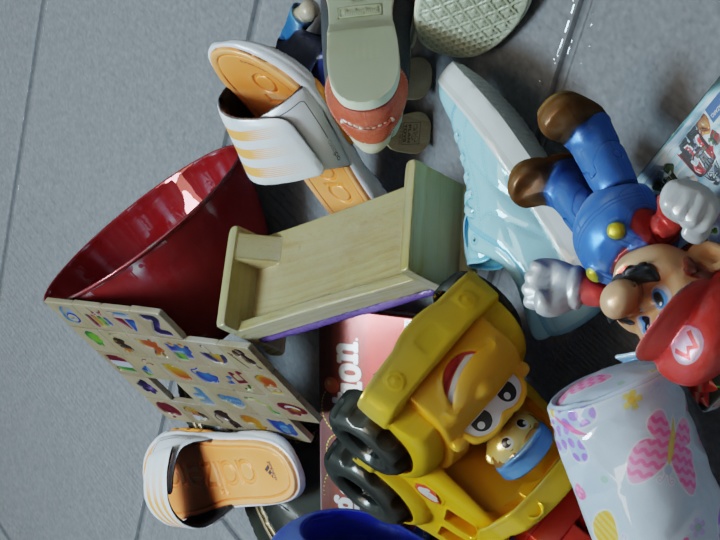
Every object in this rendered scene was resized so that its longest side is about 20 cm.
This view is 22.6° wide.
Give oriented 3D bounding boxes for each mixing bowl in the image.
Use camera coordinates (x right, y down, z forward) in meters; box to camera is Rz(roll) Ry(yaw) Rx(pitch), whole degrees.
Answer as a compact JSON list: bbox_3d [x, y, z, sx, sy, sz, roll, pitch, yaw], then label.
[{"bbox_3d":[-0.145,0.001,1.456,0.108,0.200,0.200,52,148,-16],"label":"mixing bowl"}]

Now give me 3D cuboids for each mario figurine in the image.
[{"bbox_3d":[0.144,-0.015,1.024,0.200,0.106,0.124,57,174,40],"label":"mario figurine"}]

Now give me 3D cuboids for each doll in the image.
[{"bbox_3d":[-0.027,-0.134,1.349,0.200,0.048,0.137,23,118,49],"label":"doll"}]

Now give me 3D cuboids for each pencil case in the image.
[{"bbox_3d":[0.183,0.150,1.071,0.083,0.091,0.201,-15,99,57],"label":"pencil case"}]

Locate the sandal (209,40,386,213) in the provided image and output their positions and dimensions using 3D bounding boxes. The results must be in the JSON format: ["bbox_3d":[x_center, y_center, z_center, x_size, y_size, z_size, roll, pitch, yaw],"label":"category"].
[{"bbox_3d":[-0.042,-0.076,1.274,0.079,0.059,0.207,1,139,47],"label":"sandal"}]

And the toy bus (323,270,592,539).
[{"bbox_3d":[0.086,0.121,1.146,0.192,0.136,0.200,39,160,15],"label":"toy bus"}]

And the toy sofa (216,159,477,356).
[{"bbox_3d":[0.000,0.000,1.257,0.200,0.097,0.083,-17,57,42],"label":"toy sofa"}]

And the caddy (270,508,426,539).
[{"bbox_3d":[0.018,0.254,1.287,0.200,0.141,0.105,28,133,11],"label":"caddy"}]

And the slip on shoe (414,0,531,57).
[{"bbox_3d":[0.086,-0.218,1.168,0.200,0.074,0.061,109,174,-46],"label":"slip on shoe"}]

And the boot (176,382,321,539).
[{"bbox_3d":[-0.058,0.127,1.451,0.200,0.077,0.138,56,136,9],"label":"boot"}]

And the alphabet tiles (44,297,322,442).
[{"bbox_3d":[-0.127,0.077,1.371,0.200,0.008,0.167,4,146,42],"label":"alphabet tiles"}]

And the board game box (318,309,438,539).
[{"bbox_3d":[0.018,0.127,1.345,0.103,0.019,0.201,6,105,27],"label":"board game box"}]

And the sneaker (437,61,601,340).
[{"bbox_3d":[0.089,-0.044,1.169,0.082,0.074,0.200,-36,65,15],"label":"sneaker"}]

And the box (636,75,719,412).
[{"bbox_3d":[0.226,-0.029,1.035,0.137,0.040,0.200,60,140,24],"label":"box"}]

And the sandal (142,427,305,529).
[{"bbox_3d":[-0.128,0.167,1.436,0.206,0.059,0.079,-16,97,49],"label":"sandal"}]

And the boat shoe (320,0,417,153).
[{"bbox_3d":[0.008,-0.177,1.241,0.063,0.071,0.201,73,-164,-57],"label":"boat shoe"}]
